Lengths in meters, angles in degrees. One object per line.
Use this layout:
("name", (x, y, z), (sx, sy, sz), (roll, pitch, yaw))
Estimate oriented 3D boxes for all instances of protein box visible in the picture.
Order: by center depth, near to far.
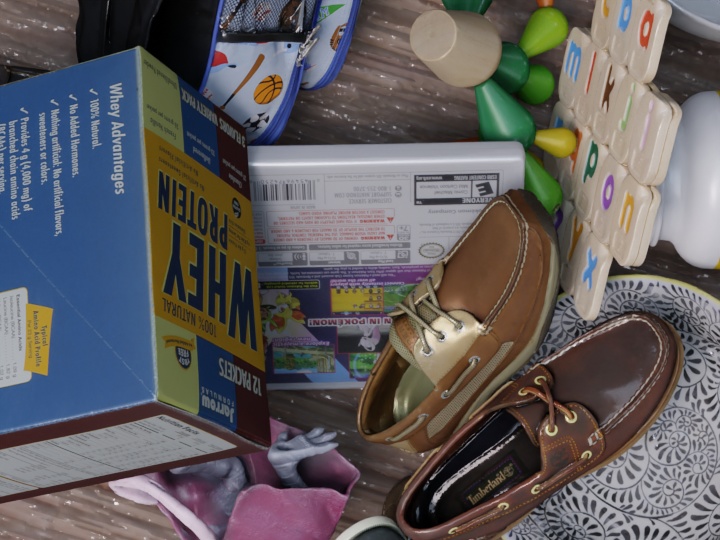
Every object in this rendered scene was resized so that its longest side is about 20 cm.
("protein box", (-0.173, 0.011, 1.058), (0.199, 0.135, 0.199), (-13, 70, 19))

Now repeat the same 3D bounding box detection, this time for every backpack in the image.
("backpack", (-0.093, -0.170, 1.170), (0.154, 0.200, 0.191), (7, 116, -34))

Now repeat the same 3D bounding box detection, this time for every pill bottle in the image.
("pill bottle", (0.259, -0.057, 1.194), (0.199, 0.112, 0.113), (1, 88, 0))

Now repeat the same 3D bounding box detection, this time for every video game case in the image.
("video game case", (0.000, 0.000, 1.186), (0.199, 0.023, 0.183), (-1, 128, 0))

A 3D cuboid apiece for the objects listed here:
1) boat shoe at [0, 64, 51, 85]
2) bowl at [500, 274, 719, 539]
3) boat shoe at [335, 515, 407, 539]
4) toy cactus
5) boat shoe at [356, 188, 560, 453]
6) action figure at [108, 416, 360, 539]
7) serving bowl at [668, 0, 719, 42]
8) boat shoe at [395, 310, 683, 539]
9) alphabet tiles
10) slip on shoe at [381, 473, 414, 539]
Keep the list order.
("boat shoe", (-0.259, -0.100, 1.219), (0.199, 0.073, 0.075), (2, 88, 1))
("bowl", (0.179, 0.109, 1.184), (0.200, 0.094, 0.201), (-7, 75, 26))
("boat shoe", (0.014, 0.239, 1.157), (0.074, 0.066, 0.200), (-13, 128, -26))
("toy cactus", (0.071, -0.131, 1.180), (0.102, 0.165, 0.201), (-9, 81, 26))
("boat shoe", (0.055, 0.040, 1.143), (0.074, 0.200, 0.076), (-4, 43, -32))
("action figure", (-0.065, 0.187, 1.165), (0.134, 0.149, 0.201), (26, 127, 27))
("serving bowl", (0.230, -0.232, 1.211), (0.199, 0.066, 0.201), (4, 76, -15))
("boat shoe", (0.106, 0.097, 1.130), (0.200, 0.070, 0.070), (-44, 62, 8))
("alphabet tiles", (0.148, -0.078, 1.146), (0.015, 0.200, 0.196), (7, 109, -11))
("slip on shoe", (0.058, 0.229, 1.212), (0.076, 0.061, 0.201), (-10, 88, 0))
